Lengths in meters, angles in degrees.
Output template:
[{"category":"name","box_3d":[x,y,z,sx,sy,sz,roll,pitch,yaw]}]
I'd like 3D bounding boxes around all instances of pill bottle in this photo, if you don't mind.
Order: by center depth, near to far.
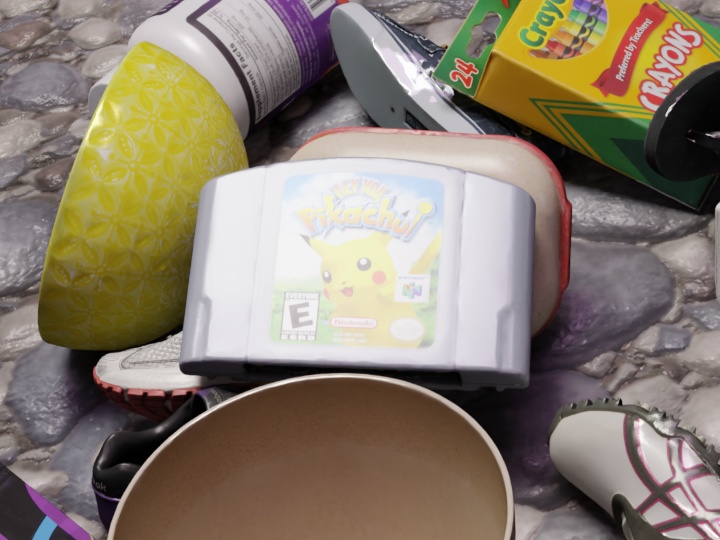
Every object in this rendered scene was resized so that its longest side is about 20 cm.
[{"category":"pill bottle","box_3d":[-0.099,-0.153,1.332,0.111,0.112,0.200,24,52,35]}]

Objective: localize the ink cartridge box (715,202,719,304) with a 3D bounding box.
[{"category":"ink cartridge box","box_3d":[0.327,-0.039,1.109,0.147,0.086,0.200,26,51,34]}]

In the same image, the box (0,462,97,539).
[{"category":"box","box_3d":[-0.188,0.188,0.947,0.199,0.036,0.143,36,55,6]}]

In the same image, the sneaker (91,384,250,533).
[{"category":"sneaker","box_3d":[-0.055,0.101,1.045,0.199,0.088,0.076,-23,41,-12]}]

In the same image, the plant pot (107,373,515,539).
[{"category":"plant pot","box_3d":[-0.014,0.170,0.919,0.198,0.135,0.201,-8,40,7]}]

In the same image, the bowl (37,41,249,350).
[{"category":"bowl","box_3d":[-0.118,-0.033,1.159,0.107,0.201,0.201,18,45,1]}]

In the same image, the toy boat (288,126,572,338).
[{"category":"toy boat","box_3d":[0.044,-0.028,1.166,0.198,0.132,0.131,5,13,19]}]

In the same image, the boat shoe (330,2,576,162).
[{"category":"boat shoe","box_3d":[0.064,-0.127,1.287,0.090,0.071,0.200,-26,57,-23]}]

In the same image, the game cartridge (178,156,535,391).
[{"category":"game cartridge","box_3d":[0.000,0.000,1.051,0.198,0.041,0.134,1,62,6]}]

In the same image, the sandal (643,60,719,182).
[{"category":"sandal","box_3d":[0.254,-0.089,1.142,0.199,0.076,0.048,-6,27,-41]}]

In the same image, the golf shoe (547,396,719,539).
[{"category":"golf shoe","box_3d":[0.165,0.134,0.962,0.199,0.078,0.088,28,61,38]}]

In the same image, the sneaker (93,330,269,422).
[{"category":"sneaker","box_3d":[-0.063,0.041,1.103,0.198,0.078,0.083,-13,69,4]}]

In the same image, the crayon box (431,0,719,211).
[{"category":"crayon box","box_3d":[0.161,-0.136,1.232,0.199,0.051,0.127,26,49,5]}]
